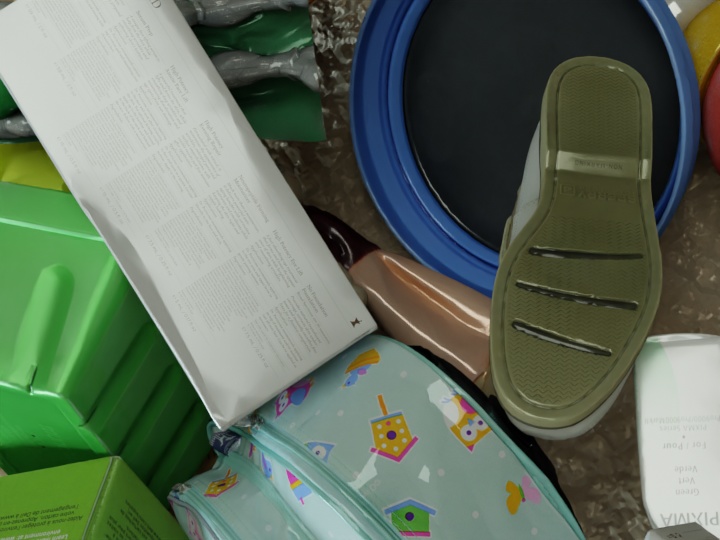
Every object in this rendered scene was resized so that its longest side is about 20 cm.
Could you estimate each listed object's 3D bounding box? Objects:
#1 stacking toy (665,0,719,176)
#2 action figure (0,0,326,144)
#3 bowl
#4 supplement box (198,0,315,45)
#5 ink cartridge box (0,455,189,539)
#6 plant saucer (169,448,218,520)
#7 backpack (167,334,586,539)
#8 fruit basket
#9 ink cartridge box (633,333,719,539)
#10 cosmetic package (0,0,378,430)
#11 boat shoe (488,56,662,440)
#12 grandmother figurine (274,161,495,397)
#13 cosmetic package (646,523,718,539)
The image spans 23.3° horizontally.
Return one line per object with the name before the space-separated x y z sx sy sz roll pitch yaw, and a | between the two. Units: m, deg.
stacking toy | 0.210 -0.100 0.901 0.146 0.146 0.200 -44 54 1
action figure | -0.120 -0.100 0.820 0.197 0.055 0.120 -9 108 -1
bowl | 0.086 -0.083 0.916 0.199 0.039 0.203 10 109 32
supplement box | -0.125 -0.198 0.925 0.133 0.200 0.198 -42 105 2
ink cartridge box | -0.172 0.180 0.885 0.198 0.148 0.076 -14 41 27
plant saucer | -0.087 0.113 0.966 0.198 0.032 0.203 -4 75 14
backpack | 0.011 0.119 0.817 0.153 0.200 0.176 -42 101 -21
fruit basket | -0.139 -0.003 0.893 0.154 0.216 0.218 10 79 17
ink cartridge box | 0.159 0.143 0.821 0.049 0.161 0.203 -2 76 12
cosmetic package | -0.080 -0.037 0.760 0.082 0.051 0.201 -32 89 -5
boat shoe | 0.100 -0.002 0.801 0.074 0.069 0.202 13 55 6
grandmother figurine | 0.000 0.000 0.922 0.199 0.121 0.061 36 88 7
cosmetic package | 0.115 0.212 0.713 0.082 0.050 0.202 31 104 30
